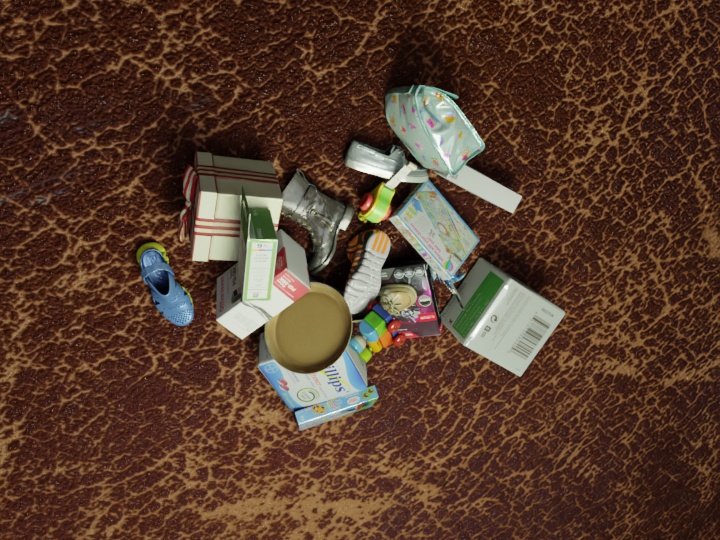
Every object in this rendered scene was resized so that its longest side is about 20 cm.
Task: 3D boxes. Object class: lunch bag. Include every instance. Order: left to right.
[{"bbox_3d":[0.148,-0.318,1.380,0.122,0.170,0.200,-42,113,-5],"label":"lunch bag"}]

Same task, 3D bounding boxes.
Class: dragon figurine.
[{"bbox_3d":[0.194,-0.001,1.547,0.099,0.059,0.201,-5,87,-24],"label":"dragon figurine"}]

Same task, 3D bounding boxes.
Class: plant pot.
[{"bbox_3d":[-0.110,0.125,1.385,0.200,0.200,0.027,-42,157,1],"label":"plant pot"}]

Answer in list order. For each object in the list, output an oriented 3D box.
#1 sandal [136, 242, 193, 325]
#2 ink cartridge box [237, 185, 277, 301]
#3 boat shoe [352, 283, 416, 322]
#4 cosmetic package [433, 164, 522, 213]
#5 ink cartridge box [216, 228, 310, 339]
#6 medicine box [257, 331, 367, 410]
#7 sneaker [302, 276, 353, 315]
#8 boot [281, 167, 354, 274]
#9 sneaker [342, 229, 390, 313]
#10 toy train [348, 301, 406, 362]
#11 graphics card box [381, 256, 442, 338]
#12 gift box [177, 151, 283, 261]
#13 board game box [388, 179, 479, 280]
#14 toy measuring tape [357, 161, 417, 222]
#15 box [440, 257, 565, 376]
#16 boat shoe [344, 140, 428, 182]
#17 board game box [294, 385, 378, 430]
[{"bbox_3d":[-0.424,0.041,1.386,0.079,0.087,0.200,-28,116,-7],"label":"sandal"},{"bbox_3d":[-0.196,-0.050,1.217,0.059,0.104,0.200,-1,128,-17],"label":"ink cartridge box"},{"bbox_3d":[0.037,0.087,1.513,0.200,0.063,0.073,-17,110,17],"label":"boat shoe"},{"bbox_3d":[0.276,-0.204,1.509,0.200,0.083,0.051,23,99,-23],"label":"cosmetic package"},{"bbox_3d":[-0.213,0.029,1.379,0.200,0.147,0.083,-36,127,16],"label":"ink cartridge box"},{"bbox_3d":[-0.108,0.210,1.483,0.200,0.103,0.182,-18,128,11],"label":"medicine box"},{"bbox_3d":[-0.104,0.058,1.465,0.200,0.082,0.074,28,97,-5],"label":"sneaker"},{"bbox_3d":[-0.125,-0.108,1.440,0.174,0.069,0.200,26,96,-18],"label":"boot"},{"bbox_3d":[0.000,0.000,1.479,0.077,0.112,0.200,26,87,-25],"label":"sneaker"},{"bbox_3d":[0.039,0.167,1.472,0.116,0.085,0.200,-42,147,-12],"label":"toy train"},{"bbox_3d":[0.119,0.068,1.550,0.125,0.051,0.200,-6,114,18],"label":"graphics card box"},{"bbox_3d":[-0.277,-0.130,1.321,0.186,0.200,0.185,3,122,-21],"label":"gift box"},{"bbox_3d":[0.175,-0.095,1.493,0.200,0.034,0.135,48,63,-15],"label":"board game box"},{"bbox_3d":[0.055,-0.160,1.420,0.073,0.074,0.200,27,138,-23],"label":"toy measuring tape"},{"bbox_3d":[0.347,0.112,1.594,0.200,0.171,0.199,30,99,-23],"label":"box"},{"bbox_3d":[0.066,-0.247,1.436,0.200,0.070,0.072,10,110,-17],"label":"boat shoe"},{"bbox_3d":[-0.061,0.339,1.575,0.200,0.151,0.037,-16,73,-10],"label":"board game box"}]
